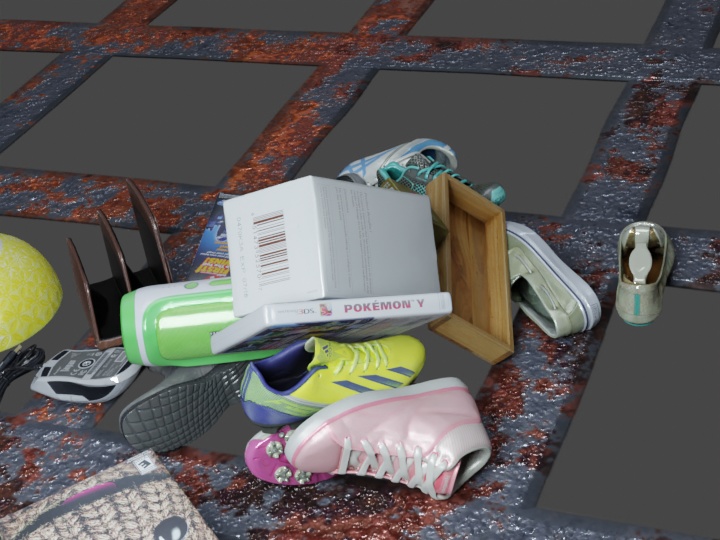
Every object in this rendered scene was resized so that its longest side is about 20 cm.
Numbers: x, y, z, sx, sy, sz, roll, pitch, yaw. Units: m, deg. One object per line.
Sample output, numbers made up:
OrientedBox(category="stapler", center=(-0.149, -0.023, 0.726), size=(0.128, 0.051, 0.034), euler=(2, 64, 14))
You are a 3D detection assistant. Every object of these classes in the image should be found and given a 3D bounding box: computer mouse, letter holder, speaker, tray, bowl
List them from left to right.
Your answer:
OrientedBox(category="bowl", center=(-0.475, 0.008, 1.643), size=(0.198, 0.108, 0.201), euler=(-7, 33, 4))
OrientedBox(category="computer mouse", center=(-0.328, 0.123, 1.495), size=(0.198, 0.044, 0.110), euler=(-1, 29, 24))
OrientedBox(category="letter holder", center=(-0.285, -0.017, 1.562), size=(0.100, 0.143, 0.200), euler=(-15, 21, -14))
OrientedBox(category="speaker", center=(-0.147, 0.051, 1.409), size=(0.198, 0.089, 0.089), euler=(-7, 33, 0))
OrientedBox(category="tray", center=(0.118, -0.004, 1.475), size=(0.037, 0.098, 0.201), euler=(-36, 38, 36))

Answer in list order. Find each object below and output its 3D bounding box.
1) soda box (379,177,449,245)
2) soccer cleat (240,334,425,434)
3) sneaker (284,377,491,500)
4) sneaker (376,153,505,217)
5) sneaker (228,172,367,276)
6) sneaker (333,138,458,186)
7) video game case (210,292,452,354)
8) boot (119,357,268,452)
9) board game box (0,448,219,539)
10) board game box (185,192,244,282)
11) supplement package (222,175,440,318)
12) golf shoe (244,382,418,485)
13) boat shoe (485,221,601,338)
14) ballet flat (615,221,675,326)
OrientedBox(category="soda box", center=(0.000, 0.000, 1.463), size=(0.200, 0.064, 0.068), euler=(-49, 54, 16))
OrientedBox(category="soccer cleat", center=(-0.021, 0.095, 1.292), size=(0.199, 0.084, 0.065), euler=(-16, 39, -23))
OrientedBox(category="sneaker", center=(0.034, 0.171, 1.272), size=(0.199, 0.076, 0.105), euler=(-12, 50, -23))
OrientedBox(category="sneaker", center=(0.088, -0.099, 1.630), size=(0.199, 0.092, 0.077), euler=(-4, 20, 45))
OrientedBox(category="sneaker", center=(-0.067, -0.039, 1.503), size=(0.200, 0.077, 0.078), euler=(-48, 44, -14))
OrientedBox(category="sneaker", center=(0.041, -0.118, 1.735), size=(0.199, 0.072, 0.072), euler=(-29, 23, -28))
OrientedBox(category="video game case", center=(-0.033, 0.051, 1.280), size=(0.180, 0.023, 0.200), euler=(-3, -9, -21))
OrientedBox(category="boot", center=(-0.198, 0.122, 1.456), size=(0.199, 0.070, 0.131), euler=(-24, 29, -34))
OrientedBox(category="board game box", center=(-0.207, 0.276, 1.182), size=(0.158, 0.098, 0.200), euler=(-24, 36, -22))
OrientedBox(category="board game box", center=(-0.121, -0.007, 1.620), size=(0.198, 0.062, 0.200), euler=(8, 39, 20))
OrientedBox(category="supplement package", center=(-0.024, -0.015, 1.314), size=(0.117, 0.118, 0.199), euler=(-14, -12, 35))
OrientedBox(category="golf shoe", center=(-0.032, 0.156, 1.355), size=(0.198, 0.076, 0.091), euler=(-16, 25, -24))
OrientedBox(category="boat shoe", center=(0.189, 0.006, 1.514), size=(0.062, 0.073, 0.200), euler=(-19, 37, -24))
OrientedBox(category="ballet flat", center=(0.324, -0.015, 1.522), size=(0.067, 0.063, 0.201), euler=(-1, 34, 12))
